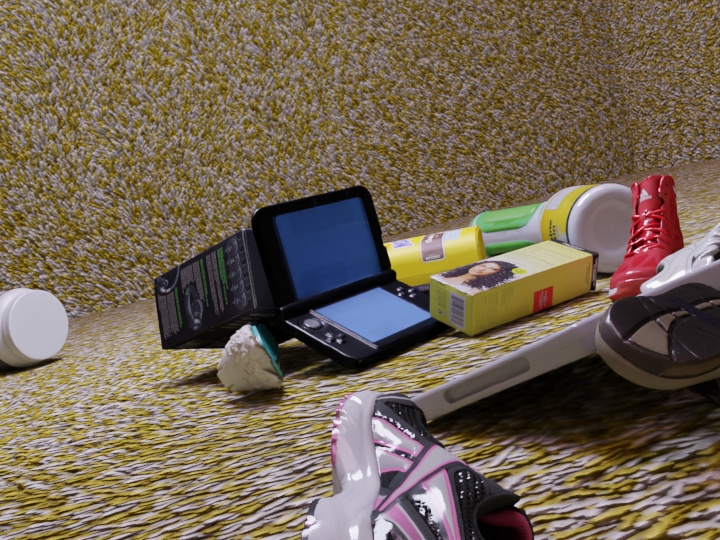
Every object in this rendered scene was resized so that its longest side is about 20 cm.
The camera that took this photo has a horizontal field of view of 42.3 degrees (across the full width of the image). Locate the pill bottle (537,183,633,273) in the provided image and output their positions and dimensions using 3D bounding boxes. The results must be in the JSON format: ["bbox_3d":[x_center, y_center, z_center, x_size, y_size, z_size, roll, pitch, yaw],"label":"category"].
[{"bbox_3d":[0.305,-0.058,1.250,0.110,0.114,0.200,-13,4,-4],"label":"pill bottle"}]

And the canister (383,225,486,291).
[{"bbox_3d":[0.094,-0.011,1.447,0.197,0.088,0.148,-10,5,11],"label":"canister"}]

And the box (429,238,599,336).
[{"bbox_3d":[0.173,0.015,1.036,0.198,0.051,0.075,-16,25,-35],"label":"box"}]

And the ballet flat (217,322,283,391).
[{"bbox_3d":[-0.115,0.096,0.957,0.071,0.073,0.200,-13,0,-4],"label":"ballet flat"}]

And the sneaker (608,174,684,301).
[{"bbox_3d":[0.303,-0.039,1.005,0.077,0.118,0.199,-10,5,25],"label":"sneaker"}]

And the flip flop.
[{"bbox_3d":[0.203,0.051,0.548,0.198,0.058,0.081,-4,28,-43],"label":"flip flop"}]

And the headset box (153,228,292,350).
[{"bbox_3d":[-0.118,0.026,1.107,0.172,0.094,0.199,3,-19,-45],"label":"headset box"}]

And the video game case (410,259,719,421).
[{"bbox_3d":[0.153,0.050,0.661,0.198,0.023,0.182,-18,-11,-38],"label":"video game case"}]

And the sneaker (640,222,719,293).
[{"bbox_3d":[0.315,-0.001,0.854,0.080,0.076,0.199,-20,-1,36],"label":"sneaker"}]

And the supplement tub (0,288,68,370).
[{"bbox_3d":[-0.644,0.109,1.703,0.198,0.143,0.140,-9,6,37],"label":"supplement tub"}]

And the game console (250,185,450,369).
[{"bbox_3d":[0.000,0.000,1.017,0.174,0.118,0.199,25,28,34],"label":"game console"}]

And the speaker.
[{"bbox_3d":[0.282,-0.072,1.648,0.087,0.090,0.199,-16,6,-35],"label":"speaker"}]

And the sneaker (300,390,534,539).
[{"bbox_3d":[0.029,0.110,0.392,0.085,0.082,0.200,0,14,5],"label":"sneaker"}]
